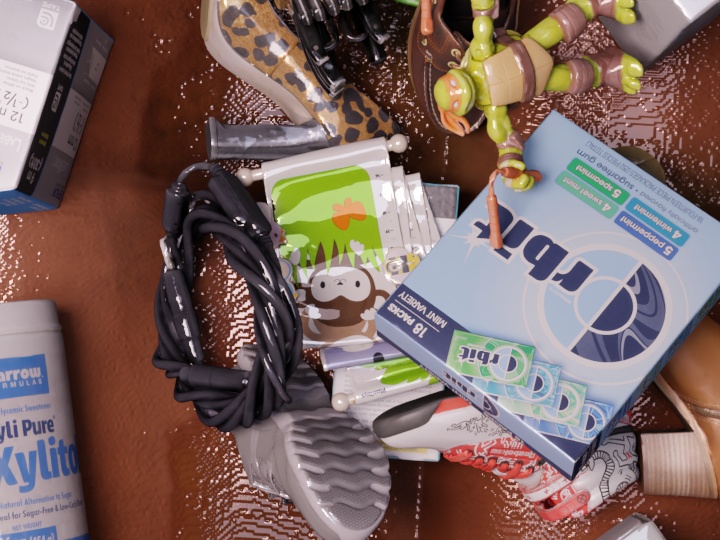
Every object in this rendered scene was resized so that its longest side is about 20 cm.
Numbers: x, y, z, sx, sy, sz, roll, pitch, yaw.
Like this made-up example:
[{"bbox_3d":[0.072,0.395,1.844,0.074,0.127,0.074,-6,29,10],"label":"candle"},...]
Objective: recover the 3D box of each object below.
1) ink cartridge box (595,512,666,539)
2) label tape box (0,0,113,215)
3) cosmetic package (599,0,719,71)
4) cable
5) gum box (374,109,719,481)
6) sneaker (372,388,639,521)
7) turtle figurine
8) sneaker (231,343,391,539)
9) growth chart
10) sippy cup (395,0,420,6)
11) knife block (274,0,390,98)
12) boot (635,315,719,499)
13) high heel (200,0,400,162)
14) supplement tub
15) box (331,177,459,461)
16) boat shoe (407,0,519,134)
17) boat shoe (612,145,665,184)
[{"bbox_3d":[0.200,0.293,1.250,0.146,0.083,0.200,-35,87,0],"label":"ink cartridge box"},{"bbox_3d":[-0.244,-0.091,1.249,0.066,0.143,0.200,16,88,3],"label":"label tape box"},{"bbox_3d":[0.207,-0.211,1.215,0.071,0.200,0.102,-36,88,-2],"label":"cosmetic package"},{"bbox_3d":[-0.101,0.031,1.222,0.051,0.200,0.163,2,126,-35],"label":"cable"},{"bbox_3d":[0.137,0.013,1.195,0.170,0.045,0.200,37,73,17],"label":"gum box"},{"bbox_3d":[0.110,0.129,1.241,0.201,0.067,0.108,-12,90,-27],"label":"sneaker"},{"bbox_3d":[0.111,-0.127,1.188,0.161,0.064,0.200,-20,104,-22],"label":"turtle figurine"},{"bbox_3d":[-0.039,0.134,1.229,0.075,0.200,0.082,7,116,-27],"label":"sneaker"},{"bbox_3d":[0.000,0.000,1.243,0.145,0.018,0.200,-21,78,-4],"label":"growth chart"},{"bbox_3d":[0.066,-0.287,1.264,0.130,0.178,0.140,11,45,-8],"label":"sippy cup"},{"bbox_3d":[-0.040,-0.228,1.247,0.064,0.200,0.176,-20,127,-6],"label":"knife block"},{"bbox_3d":[0.273,0.065,1.267,0.154,0.074,0.200,-4,99,2],"label":"boot"},{"bbox_3d":[-0.044,-0.174,1.297,0.142,0.071,0.200,0,82,-12],"label":"high heel"},{"bbox_3d":[-0.266,0.127,1.246,0.132,0.132,0.200,-8,88,1],"label":"supplement tub"},{"bbox_3d":[0.024,0.036,1.283,0.082,0.049,0.200,5,87,1],"label":"box"},{"bbox_3d":[0.074,-0.175,1.232,0.070,0.070,0.200,-6,128,-9],"label":"boat shoe"},{"bbox_3d":[0.146,-0.001,1.273,0.072,0.066,0.201,40,85,22],"label":"boat shoe"}]
